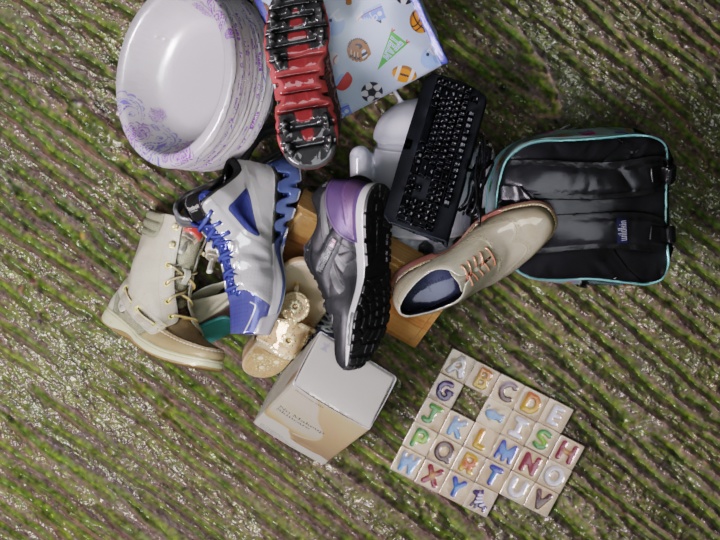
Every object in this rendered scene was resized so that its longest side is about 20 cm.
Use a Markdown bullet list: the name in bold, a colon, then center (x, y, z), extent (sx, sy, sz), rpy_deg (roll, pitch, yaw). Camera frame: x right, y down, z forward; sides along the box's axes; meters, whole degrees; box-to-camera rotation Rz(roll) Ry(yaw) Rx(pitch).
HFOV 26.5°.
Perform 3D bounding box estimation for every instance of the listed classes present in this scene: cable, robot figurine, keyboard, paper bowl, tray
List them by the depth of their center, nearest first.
- **keyboard**: center (0.097, -0.123, 1.627), extent (0.103, 0.040, 0.202), rpy_deg (20, 62, -7)
- **paper bowl**: center (-0.171, -0.210, 1.682), extent (0.199, 0.104, 0.203), rpy_deg (-3, 86, 44)
- **tray**: center (0.000, 0.000, 1.698), extent (0.199, 0.037, 0.099), rpy_deg (29, 127, -8)
- **robot figurine**: center (0.070, -0.106, 1.722), extent (0.168, 0.113, 0.203), rpy_deg (-3, 101, -15)
- **cable**: center (-0.146, -0.090, 1.723), extent (0.096, 0.050, 0.201), rpy_deg (23, 57, -1)

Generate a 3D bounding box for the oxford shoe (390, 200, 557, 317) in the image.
- **oxford shoe**: center (0.123, -0.004, 1.622), extent (0.199, 0.074, 0.071), rpy_deg (-33, 105, 12)

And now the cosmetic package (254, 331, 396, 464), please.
- **cosmetic package**: center (-0.043, 0.147, 1.723), extent (0.105, 0.200, 0.072), rpy_deg (30, 66, -4)

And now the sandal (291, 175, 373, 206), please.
- **sandal**: center (-0.049, -0.055, 1.732), extent (0.199, 0.045, 0.076), rpy_deg (-24, 106, 33)

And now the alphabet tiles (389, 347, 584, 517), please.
- **alphabet tiles**: center (0.159, 0.210, 1.832), extent (0.198, 0.008, 0.168), rpy_deg (27, 99, -4)

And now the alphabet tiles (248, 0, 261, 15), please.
- **alphabet tiles**: center (-0.046, -0.295, 1.743), extent (0.199, 0.006, 0.168), rpy_deg (27, 100, -5)

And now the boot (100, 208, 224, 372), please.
- **boot**: center (-0.203, 0.020, 1.718), extent (0.072, 0.199, 0.156), rpy_deg (21, 92, -46)

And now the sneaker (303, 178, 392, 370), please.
- **sneaker**: center (-0.018, 0.003, 1.629), extent (0.087, 0.075, 0.203), rpy_deg (9, 97, 30)

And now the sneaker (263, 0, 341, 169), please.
- **sneaker**: center (-0.060, -0.202, 1.612), extent (0.070, 0.098, 0.203), rpy_deg (-6, 86, 3)

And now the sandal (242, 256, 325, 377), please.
- **sandal**: center (-0.082, 0.076, 1.707), extent (0.077, 0.070, 0.212), rpy_deg (11, 141, -17)

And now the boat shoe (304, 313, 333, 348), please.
- **boat shoe**: center (-0.024, 0.041, 1.775), extent (0.074, 0.062, 0.202), rpy_deg (15, 100, -2)

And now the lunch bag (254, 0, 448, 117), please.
- **lunch bag**: center (-0.019, -0.289, 1.680), extent (0.169, 0.124, 0.201), rpy_deg (-28, 107, 6)

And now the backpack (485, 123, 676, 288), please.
- **backpack**: center (0.236, -0.072, 1.705), extent (0.198, 0.153, 0.178), rpy_deg (-3, 101, -10)

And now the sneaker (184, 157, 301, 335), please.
- **sneaker**: center (-0.138, -0.033, 1.636), extent (0.114, 0.080, 0.202), rpy_deg (13, 79, -25)

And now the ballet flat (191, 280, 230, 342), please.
- **ballet flat**: center (-0.139, 0.036, 1.764), extent (0.198, 0.069, 0.070), rpy_deg (-16, 100, 17)
